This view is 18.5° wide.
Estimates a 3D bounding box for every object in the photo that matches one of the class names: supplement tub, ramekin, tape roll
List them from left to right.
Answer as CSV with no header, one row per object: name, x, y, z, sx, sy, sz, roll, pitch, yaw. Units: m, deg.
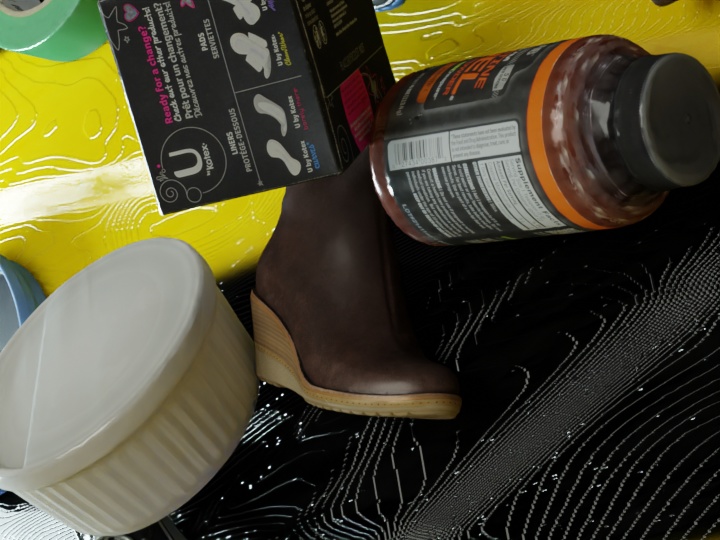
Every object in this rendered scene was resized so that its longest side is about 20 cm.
tape roll,-0.231,-0.262,1.682,0.200,0.048,0.202,-11,76,46
ramekin,-0.155,0.083,1.448,0.201,0.094,0.203,-30,32,21
supplement tub,0.105,-0.073,1.228,0.199,0.106,0.108,-6,78,47

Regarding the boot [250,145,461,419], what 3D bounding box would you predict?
boot,0.000,0.000,1.355,0.199,0.072,0.168,14,95,52

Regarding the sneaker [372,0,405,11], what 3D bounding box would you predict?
sneaker,-0.031,-0.214,1.422,0.199,0.082,0.071,19,96,46

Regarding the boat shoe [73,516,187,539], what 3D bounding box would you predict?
boat shoe,-0.164,0.185,1.508,0.074,0.068,0.200,-49,50,30

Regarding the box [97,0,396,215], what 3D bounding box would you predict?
box,-0.061,-0.126,1.293,0.114,0.200,0.133,-13,102,14

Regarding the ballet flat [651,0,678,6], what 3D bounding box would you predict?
ballet flat,0.220,-0.216,1.159,0.067,0.068,0.201,38,113,27

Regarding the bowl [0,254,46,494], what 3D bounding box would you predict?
bowl,-0.300,0.082,1.702,0.200,0.039,0.203,-12,74,46
